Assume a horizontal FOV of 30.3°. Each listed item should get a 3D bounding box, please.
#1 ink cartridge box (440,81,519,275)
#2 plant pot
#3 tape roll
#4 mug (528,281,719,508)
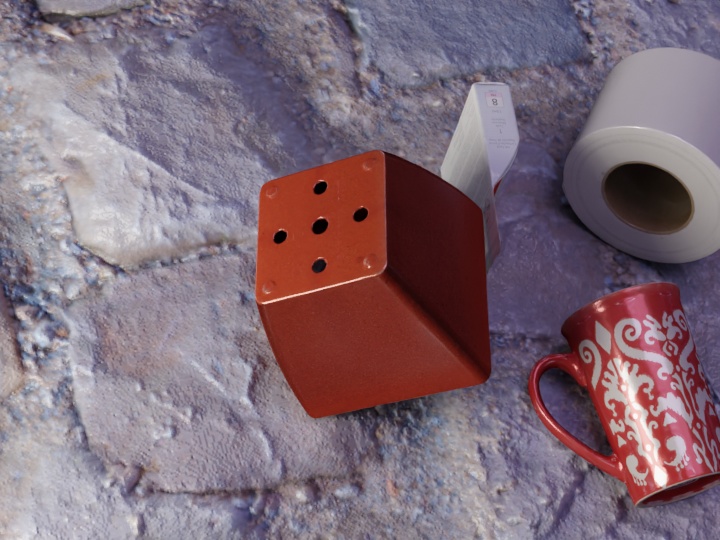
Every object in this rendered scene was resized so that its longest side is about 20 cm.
[{"bbox_3d":[0.134,-0.071,1.417,0.056,0.163,0.202,-3,61,-13],"label":"ink cartridge box"},{"bbox_3d":[0.000,0.000,1.271,0.198,0.176,0.202,-13,57,21],"label":"plant pot"},{"bbox_3d":[0.342,-0.127,1.492,0.201,0.203,0.140,29,55,2],"label":"tape roll"},{"bbox_3d":[0.285,0.141,1.382,0.133,0.176,0.202,14,52,-53],"label":"mug"}]
